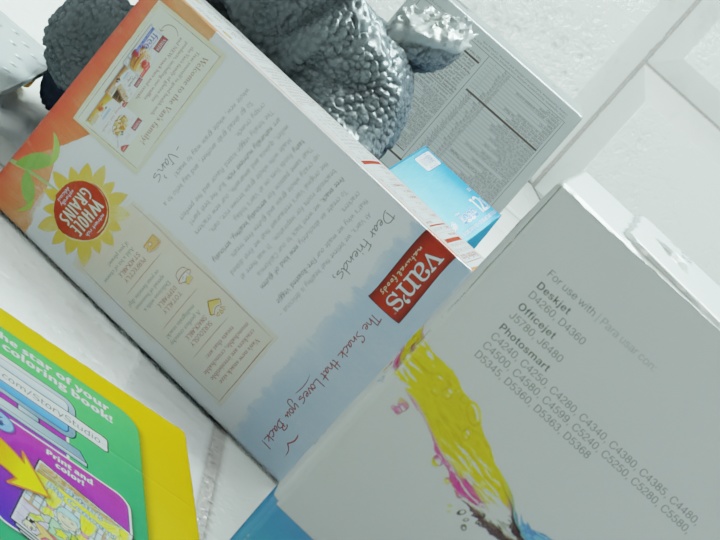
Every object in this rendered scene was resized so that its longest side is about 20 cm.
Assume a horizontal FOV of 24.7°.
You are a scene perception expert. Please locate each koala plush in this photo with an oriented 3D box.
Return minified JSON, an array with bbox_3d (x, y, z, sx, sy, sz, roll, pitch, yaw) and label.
[{"bbox_3d":[-0.032,-0.103,0.902,0.184,0.177,0.200,53,16,17],"label":"koala plush"}]

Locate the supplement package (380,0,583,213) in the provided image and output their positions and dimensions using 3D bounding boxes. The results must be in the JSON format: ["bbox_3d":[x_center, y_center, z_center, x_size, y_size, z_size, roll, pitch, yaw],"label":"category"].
[{"bbox_3d":[0.045,-0.090,1.223,0.151,0.200,0.152,41,11,1],"label":"supplement package"}]

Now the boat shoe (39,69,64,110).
[{"bbox_3d":[-0.128,-0.098,0.999,0.084,0.069,0.200,56,27,13],"label":"boat shoe"}]

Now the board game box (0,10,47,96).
[{"bbox_3d":[-0.264,-0.157,0.874,0.200,0.026,0.200,40,11,-7],"label":"board game box"}]

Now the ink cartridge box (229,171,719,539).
[{"bbox_3d":[0.069,0.082,0.642,0.146,0.200,0.147,43,11,5],"label":"ink cartridge box"}]

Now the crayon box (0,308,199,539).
[{"bbox_3d":[-0.134,0.049,0.442,0.200,0.058,0.173,38,10,-21],"label":"crayon box"}]

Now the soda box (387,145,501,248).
[{"bbox_3d":[0.000,0.000,0.898,0.064,0.068,0.200,43,33,8],"label":"soda box"}]

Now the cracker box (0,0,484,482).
[{"bbox_3d":[-0.058,-0.019,0.770,0.200,0.134,0.058,44,12,8],"label":"cracker box"}]
